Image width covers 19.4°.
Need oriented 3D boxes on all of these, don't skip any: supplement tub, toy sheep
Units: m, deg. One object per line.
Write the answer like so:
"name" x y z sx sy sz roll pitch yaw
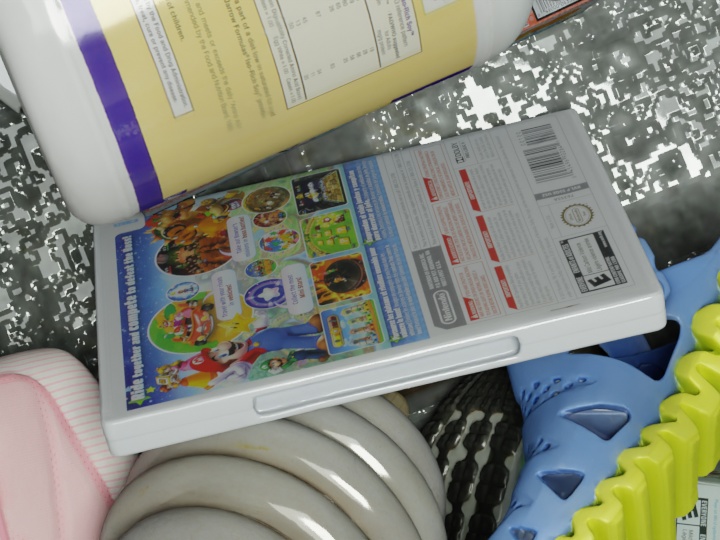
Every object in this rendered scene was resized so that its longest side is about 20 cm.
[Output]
"supplement tub" -0.030 -0.117 0.695 0.199 0.145 0.147 -23 92 -7
"toy sheep" -0.030 0.105 0.770 0.137 0.200 0.139 11 126 16

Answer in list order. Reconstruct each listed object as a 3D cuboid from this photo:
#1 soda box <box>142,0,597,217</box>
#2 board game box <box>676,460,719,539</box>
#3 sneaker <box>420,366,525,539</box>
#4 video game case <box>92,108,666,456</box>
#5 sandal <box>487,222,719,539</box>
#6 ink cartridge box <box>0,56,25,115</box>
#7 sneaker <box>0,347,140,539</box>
"soda box" -0.007 -0.091 0.803 0.199 0.068 0.064 -25 91 -6
"board game box" 0.204 0.154 0.776 0.198 0.064 0.149 4 92 32
"sneaker" 0.061 0.133 0.829 0.088 0.077 0.202 9 89 -33
"video game case" 0.000 0.000 0.781 0.198 0.144 0.018 -13 122 -1
"sandal" 0.089 0.052 0.771 0.087 0.080 0.200 24 52 21
"ink cartridge box" -0.157 -0.174 0.796 0.199 0.088 0.146 37 91 -1
"sneaker" -0.120 0.125 0.800 0.075 0.104 0.202 4 109 38
